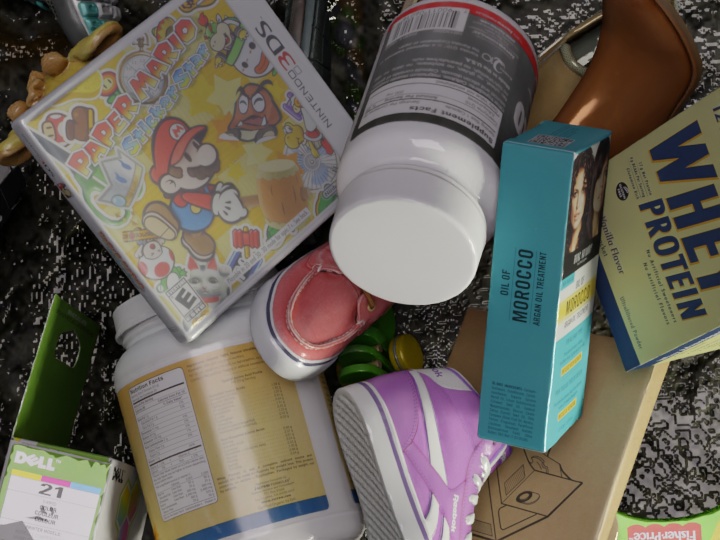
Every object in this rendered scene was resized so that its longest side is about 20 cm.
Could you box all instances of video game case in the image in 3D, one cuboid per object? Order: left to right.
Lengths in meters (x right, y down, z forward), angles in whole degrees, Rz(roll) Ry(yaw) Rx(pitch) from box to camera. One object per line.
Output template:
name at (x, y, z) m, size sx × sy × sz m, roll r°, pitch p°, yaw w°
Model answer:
video game case at (-0.103, -0.083, 1.176) m, size 0.200 × 0.023 × 0.182 m, roll -43°, pitch 103°, yaw -27°

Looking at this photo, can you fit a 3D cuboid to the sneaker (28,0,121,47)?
sneaker at (-0.258, -0.237, 1.354) m, size 0.091 × 0.078 × 0.200 m, roll -35°, pitch 74°, yaw 14°

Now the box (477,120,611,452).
box at (0.120, 0.009, 1.143) m, size 0.049 × 0.082 × 0.200 m, roll 11°, pitch 108°, yaw 23°

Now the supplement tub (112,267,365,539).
supplement tub at (-0.089, 0.110, 1.225) m, size 0.144 × 0.145 × 0.200 m, roll -17°, pitch 78°, yaw 2°

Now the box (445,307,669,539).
box at (0.110, 0.132, 1.219) m, size 0.163 × 0.021 × 0.200 m, roll 11°, pitch 72°, yaw 37°

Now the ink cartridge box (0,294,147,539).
ink cartridge box at (-0.191, 0.131, 1.228) m, size 0.076 × 0.148 × 0.200 m, roll 12°, pitch 80°, yaw 7°

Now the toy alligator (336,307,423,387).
toy alligator at (0.008, 0.107, 1.242) m, size 0.059 × 0.054 × 0.200 m, roll -19°, pitch 59°, yaw 32°

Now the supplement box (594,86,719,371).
supplement box at (0.282, -0.041, 1.156) m, size 0.200 × 0.200 × 0.134 m, roll -10°, pitch 75°, yaw -35°

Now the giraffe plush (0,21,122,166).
giraffe plush at (-0.158, -0.103, 1.236) m, size 0.200 × 0.162 × 0.173 m, roll 19°, pitch 93°, yaw 29°

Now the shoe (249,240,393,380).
shoe at (0.000, 0.000, 1.207) m, size 0.091 × 0.200 × 0.072 m, roll -36°, pitch 94°, yaw 32°

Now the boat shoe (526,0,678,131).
boat shoe at (0.150, -0.142, 1.287) m, size 0.072 × 0.076 × 0.200 m, roll 44°, pitch 86°, yaw 11°

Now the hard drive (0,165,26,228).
hard drive at (-0.352, -0.019, 1.272) m, size 0.140 × 0.038 × 0.200 m, roll 19°, pitch 55°, yaw 24°

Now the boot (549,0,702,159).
boot at (0.158, -0.105, 1.221) m, size 0.155 × 0.200 × 0.074 m, roll -34°, pitch 49°, yaw -10°

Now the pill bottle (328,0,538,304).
pill bottle at (0.049, -0.079, 1.165) m, size 0.114 × 0.114 × 0.200 m, roll 11°, pitch 47°, yaw 7°

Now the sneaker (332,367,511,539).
sneaker at (0.062, 0.162, 1.173) m, size 0.114 × 0.073 × 0.201 m, roll -12°, pitch 86°, yaw -27°

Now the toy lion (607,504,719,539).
toy lion at (0.233, 0.245, 1.219) m, size 0.200 × 0.069 × 0.192 m, roll -2°, pitch 87°, yaw 5°

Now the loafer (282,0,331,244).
loafer at (-0.058, -0.119, 1.307) m, size 0.063 × 0.072 × 0.200 m, roll 0°, pitch 81°, yaw 11°

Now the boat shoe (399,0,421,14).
boat shoe at (0.050, -0.145, 1.306) m, size 0.068 × 0.072 × 0.200 m, roll 18°, pitch 91°, yaw 4°
